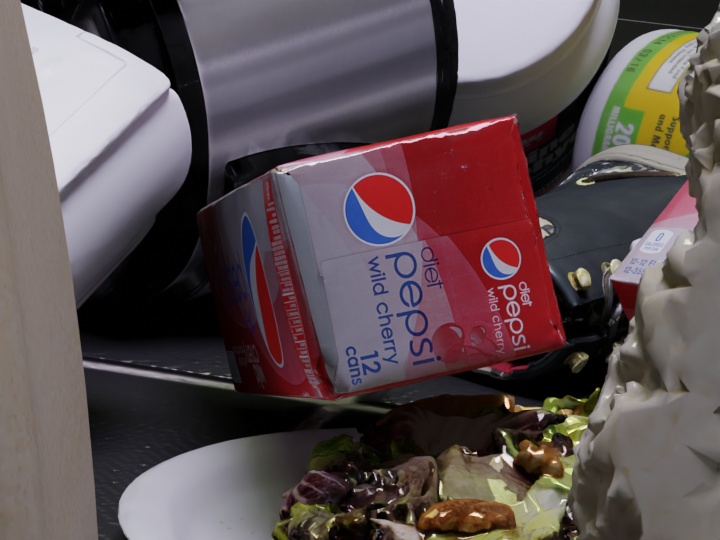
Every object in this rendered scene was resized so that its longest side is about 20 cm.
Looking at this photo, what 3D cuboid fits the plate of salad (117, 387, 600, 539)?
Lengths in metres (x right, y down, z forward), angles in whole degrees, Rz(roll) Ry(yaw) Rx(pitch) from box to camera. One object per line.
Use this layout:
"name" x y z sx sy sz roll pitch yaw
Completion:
"plate of salad" 0.035 0.062 0.666 0.198 0.048 0.200 6 12 -1

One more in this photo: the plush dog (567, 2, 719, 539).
"plush dog" 0.116 0.056 0.559 0.201 0.160 0.171 57 19 18

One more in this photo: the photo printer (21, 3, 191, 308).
"photo printer" -0.166 -0.015 0.719 0.165 0.070 0.200 23 41 14

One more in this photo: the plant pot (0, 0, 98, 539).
"plant pot" -0.147 0.013 0.498 0.198 0.179 0.200 5 12 -5

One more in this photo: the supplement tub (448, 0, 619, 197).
"supplement tub" 0.044 -0.109 1.111 0.139 0.142 0.200 6 -14 4

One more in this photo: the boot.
"boot" 0.125 0.012 0.911 0.203 0.074 0.153 19 24 36

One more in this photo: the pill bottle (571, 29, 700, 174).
"pill bottle" 0.197 -0.033 1.039 0.199 0.112 0.111 15 15 40

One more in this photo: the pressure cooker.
"pressure cooker" -0.085 -0.078 0.949 0.199 0.177 0.178 -20 25 -37

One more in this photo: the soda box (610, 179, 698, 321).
"soda box" 0.170 0.016 0.667 0.199 0.064 0.070 10 48 43

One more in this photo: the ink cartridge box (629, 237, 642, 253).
"ink cartridge box" 0.179 0.004 0.762 0.199 0.037 0.095 -18 35 21

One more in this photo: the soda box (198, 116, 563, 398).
"soda box" 0.000 0.000 0.738 0.069 0.064 0.200 -12 1 -10
